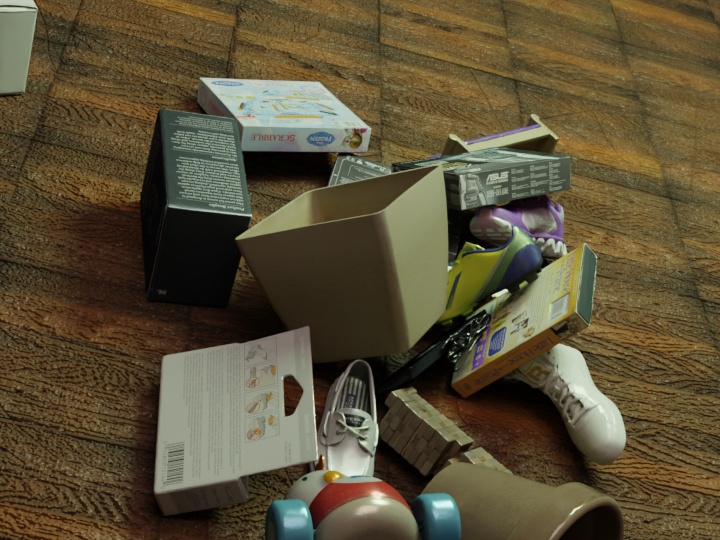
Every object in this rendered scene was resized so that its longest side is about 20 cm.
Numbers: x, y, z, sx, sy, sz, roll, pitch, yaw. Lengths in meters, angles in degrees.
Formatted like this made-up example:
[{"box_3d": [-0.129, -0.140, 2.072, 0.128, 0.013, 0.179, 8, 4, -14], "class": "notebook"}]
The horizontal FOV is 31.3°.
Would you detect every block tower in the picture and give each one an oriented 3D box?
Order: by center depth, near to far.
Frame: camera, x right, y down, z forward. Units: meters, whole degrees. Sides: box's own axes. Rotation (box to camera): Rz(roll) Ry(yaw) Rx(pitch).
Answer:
[{"box_3d": [0.105, 0.217, 1.460, 0.200, 0.058, 0.054, 41, 19, 22], "class": "block tower"}]

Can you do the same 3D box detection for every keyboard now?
[{"box_3d": [0.099, 0.108, 1.569, 0.040, 0.104, 0.200, 56, 40, 0], "class": "keyboard"}]

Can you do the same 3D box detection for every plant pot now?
[{"box_3d": [0.146, 0.284, 1.322, 0.174, 0.202, 0.199, 28, 35, 36], "class": "plant pot"}, {"box_3d": [0.000, 0.000, 1.538, 0.198, 0.179, 0.200, -9, 15, 28], "class": "plant pot"}]

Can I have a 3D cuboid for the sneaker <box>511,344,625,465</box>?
[{"box_3d": [0.242, 0.151, 1.576, 0.115, 0.074, 0.201, 26, 23, -30], "class": "sneaker"}]

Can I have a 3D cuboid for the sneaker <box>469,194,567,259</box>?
[{"box_3d": [0.224, -0.074, 1.790, 0.080, 0.090, 0.199, 9, -4, 40], "class": "sneaker"}]

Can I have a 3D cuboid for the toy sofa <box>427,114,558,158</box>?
[{"box_3d": [0.199, -0.183, 1.971, 0.199, 0.083, 0.098, -17, 52, -39], "class": "toy sofa"}]

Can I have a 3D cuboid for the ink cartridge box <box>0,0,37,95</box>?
[{"box_3d": [-0.526, -0.360, 1.797, 0.084, 0.147, 0.201, -5, 45, -30], "class": "ink cartridge box"}]

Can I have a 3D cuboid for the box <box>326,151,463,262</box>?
[{"box_3d": [0.045, -0.080, 1.803, 0.198, 0.049, 0.159, 18, 39, -3], "class": "box"}]

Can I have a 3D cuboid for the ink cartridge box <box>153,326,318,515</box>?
[{"box_3d": [-0.130, 0.159, 1.383, 0.174, 0.045, 0.201, -11, 41, 4], "class": "ink cartridge box"}]

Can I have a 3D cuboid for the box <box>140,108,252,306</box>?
[{"box_3d": [-0.209, -0.080, 1.606, 0.106, 0.149, 0.201, 6, 40, -17], "class": "box"}]

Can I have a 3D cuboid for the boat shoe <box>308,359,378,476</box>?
[{"box_3d": [-0.017, 0.181, 1.448, 0.073, 0.067, 0.201, 11, 39, -11], "class": "boat shoe"}]

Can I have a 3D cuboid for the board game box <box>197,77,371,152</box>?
[{"box_3d": [-0.114, -0.227, 1.873, 0.198, 0.042, 0.200, -1, 28, -26], "class": "board game box"}]

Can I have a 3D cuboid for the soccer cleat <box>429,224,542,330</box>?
[{"box_3d": [0.137, 0.009, 1.636, 0.084, 0.199, 0.065, 59, 21, -5], "class": "soccer cleat"}]

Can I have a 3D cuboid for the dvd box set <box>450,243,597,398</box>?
[{"box_3d": [0.203, 0.062, 1.595, 0.029, 0.199, 0.147, 44, 33, -18], "class": "dvd box set"}]

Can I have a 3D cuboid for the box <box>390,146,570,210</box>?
[{"box_3d": [0.165, -0.129, 1.773, 0.198, 0.050, 0.157, -12, 15, -32], "class": "box"}]

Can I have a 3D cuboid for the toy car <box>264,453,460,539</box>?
[{"box_3d": [-0.026, 0.250, 1.295, 0.182, 0.179, 0.200, 1, 30, -20], "class": "toy car"}]

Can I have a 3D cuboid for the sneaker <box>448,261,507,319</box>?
[{"box_3d": [0.157, 0.009, 1.731, 0.198, 0.070, 0.109, 17, 40, -13], "class": "sneaker"}]
